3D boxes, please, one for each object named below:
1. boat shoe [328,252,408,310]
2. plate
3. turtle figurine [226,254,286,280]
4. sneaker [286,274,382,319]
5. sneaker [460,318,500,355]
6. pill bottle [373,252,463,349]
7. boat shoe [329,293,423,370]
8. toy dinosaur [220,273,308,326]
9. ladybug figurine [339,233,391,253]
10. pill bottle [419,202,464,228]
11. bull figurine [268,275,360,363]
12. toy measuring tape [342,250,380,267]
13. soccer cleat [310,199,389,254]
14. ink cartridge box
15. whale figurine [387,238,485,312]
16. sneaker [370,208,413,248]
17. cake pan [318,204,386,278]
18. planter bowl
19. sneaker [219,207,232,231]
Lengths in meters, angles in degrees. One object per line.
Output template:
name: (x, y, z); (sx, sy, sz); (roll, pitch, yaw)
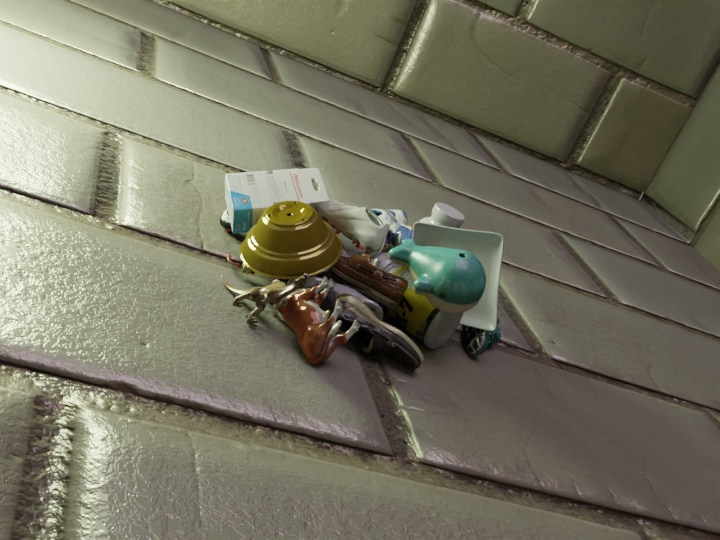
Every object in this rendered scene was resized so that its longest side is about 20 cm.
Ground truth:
boat shoe: (0.000, 0.000, 1.670); (0.198, 0.069, 0.072); (31, -1, 4)
plate: (0.197, 0.009, 1.756); (0.197, 0.203, 0.032); (10, 18, 27)
turtle figurine: (-0.161, -0.026, 1.690); (0.160, 0.065, 0.200); (31, 22, 11)
sneaker: (-0.058, 0.054, 1.637); (0.198, 0.079, 0.099); (25, 12, -24)
sneaker: (0.267, 0.126, 1.826); (0.079, 0.078, 0.200); (38, 23, -4)
pill bottle: (0.101, 0.057, 1.732); (0.199, 0.115, 0.114); (37, 24, 27)
boat shoe: (0.025, 0.126, 1.568); (0.199, 0.073, 0.065); (36, 53, -3)
toy dinosaur: (-0.178, 0.047, 1.505); (0.197, 0.059, 0.101); (-4, 29, 29)
ladybug figurine: (0.017, -0.046, 1.921); (0.199, 0.073, 0.136); (-3, 37, -50)
pill bottle: (0.156, -0.045, 1.901); (0.103, 0.202, 0.105); (22, 22, -10)
bull figurine: (-0.087, 0.075, 1.507); (0.065, 0.121, 0.201); (43, 10, -50)
toy measuring tape: (-0.057, -0.046, 1.716); (0.198, 0.075, 0.073); (19, 18, 23)
soccer cleat: (-0.026, -0.108, 1.771); (0.199, 0.078, 0.069); (36, -5, 26)
ink cartridge box: (-0.172, -0.144, 1.753); (0.197, 0.067, 0.117); (-5, 46, -15)
whale figurine: (0.151, -0.009, 1.649); (0.199, 0.105, 0.159); (36, 41, 21)
sneaker: (0.065, -0.077, 1.874); (0.087, 0.076, 0.200); (8, 21, -14)
cake pan: (-0.043, -0.059, 1.805); (0.197, 0.037, 0.202); (-3, 47, 3)
planter bowl: (-0.133, -0.075, 1.619); (0.197, 0.084, 0.201); (-1, 34, 0)
sneaker: (-0.200, -0.101, 1.816); (0.198, 0.088, 0.074); (-13, 48, -23)
